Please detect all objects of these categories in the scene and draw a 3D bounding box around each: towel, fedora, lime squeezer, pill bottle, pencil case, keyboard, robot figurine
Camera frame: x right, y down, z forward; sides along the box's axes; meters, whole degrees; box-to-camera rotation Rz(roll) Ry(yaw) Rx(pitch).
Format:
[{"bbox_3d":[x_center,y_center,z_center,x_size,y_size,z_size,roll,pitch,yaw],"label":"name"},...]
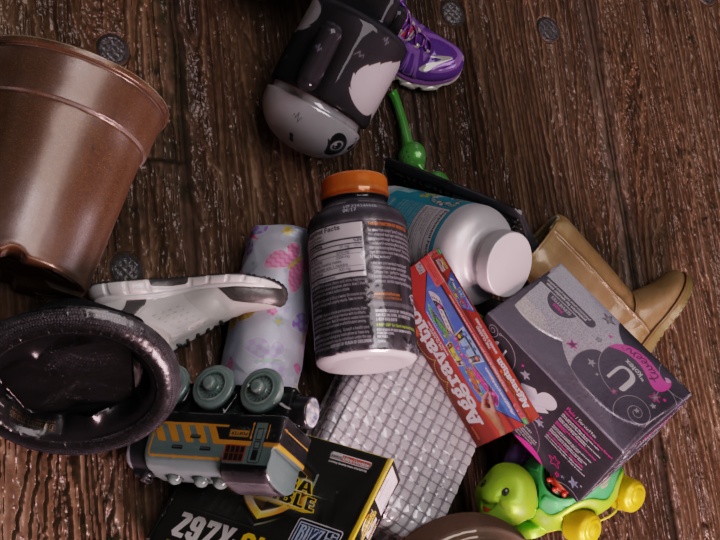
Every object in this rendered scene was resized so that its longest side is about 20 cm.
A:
[{"bbox_3d":[0.030,0.181,1.468,0.165,0.086,0.200,34,59,-13],"label":"towel"},{"bbox_3d":[-0.269,0.083,1.294,0.200,0.201,0.092,23,31,-22],"label":"fedora"},{"bbox_3d":[0.083,-0.122,1.641,0.200,0.038,0.071,51,25,-5],"label":"lime squeezer"},{"bbox_3d":[0.000,0.000,1.411,0.106,0.106,0.201,6,71,-29],"label":"pill bottle"},{"bbox_3d":[-0.090,0.051,1.441,0.091,0.083,0.201,20,64,-28],"label":"pencil case"},{"bbox_3d":[0.090,-0.025,1.492,0.111,0.200,0.111,-13,110,-40],"label":"pill bottle"},{"bbox_3d":[0.116,-0.062,1.557,0.021,0.200,0.127,-53,143,-15],"label":"keyboard"},{"bbox_3d":[-0.025,-0.222,1.523,0.150,0.125,0.200,29,90,-37],"label":"robot figurine"}]

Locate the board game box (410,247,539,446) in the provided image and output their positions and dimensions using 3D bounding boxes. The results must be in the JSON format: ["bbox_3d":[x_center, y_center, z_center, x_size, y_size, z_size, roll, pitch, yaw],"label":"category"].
[{"bbox_3d":[0.103,0.083,1.433,0.019,0.103,0.200,-27,84,-32],"label":"board game box"}]

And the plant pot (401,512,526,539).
[{"bbox_3d":[0.127,0.365,1.361,0.200,0.175,0.201,-6,106,-22],"label":"plant pot"}]

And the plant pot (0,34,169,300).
[{"bbox_3d":[-0.304,-0.088,1.307,0.200,0.200,0.199,21,71,-23],"label":"plant pot"}]

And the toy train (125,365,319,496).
[{"bbox_3d":[-0.137,0.156,1.322,0.085,0.199,0.114,55,43,-51],"label":"toy train"}]

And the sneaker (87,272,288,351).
[{"bbox_3d":[-0.171,0.044,1.379,0.199,0.074,0.080,-6,85,2],"label":"sneaker"}]

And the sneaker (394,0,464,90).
[{"bbox_3d":[0.044,-0.282,1.638,0.200,0.083,0.081,23,63,-23],"label":"sneaker"}]

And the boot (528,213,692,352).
[{"bbox_3d":[0.307,0.003,1.705,0.200,0.066,0.175,45,56,-8],"label":"boot"}]

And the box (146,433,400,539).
[{"bbox_3d":[-0.084,0.232,1.326,0.160,0.199,0.049,-61,150,-29],"label":"box"}]

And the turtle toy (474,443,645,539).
[{"bbox_3d":[0.208,0.231,1.505,0.200,0.146,0.101,-26,115,-34],"label":"turtle toy"}]

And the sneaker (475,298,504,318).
[{"bbox_3d":[0.111,0.062,1.553,0.199,0.087,0.074,1,73,-30],"label":"sneaker"}]

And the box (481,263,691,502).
[{"bbox_3d":[0.222,0.115,1.447,0.132,0.115,0.200,-31,71,-35],"label":"box"}]
